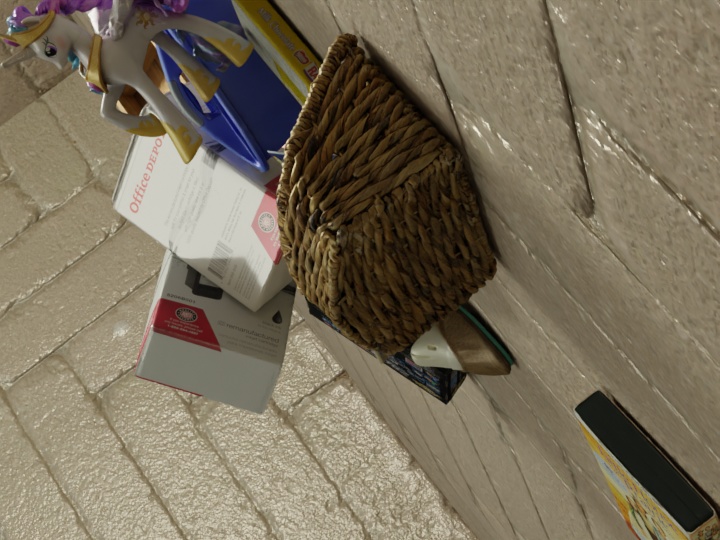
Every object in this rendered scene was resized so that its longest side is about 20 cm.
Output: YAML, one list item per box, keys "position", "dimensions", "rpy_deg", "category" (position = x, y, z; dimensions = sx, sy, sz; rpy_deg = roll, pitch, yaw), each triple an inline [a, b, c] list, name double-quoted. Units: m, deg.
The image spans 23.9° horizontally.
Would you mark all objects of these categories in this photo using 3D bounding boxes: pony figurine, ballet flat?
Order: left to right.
- position: [-0.199, -0.218, 1.492]
  dimensions: [0.199, 0.194, 0.166]
  rpy_deg: [32, 170, -21]
  category: "pony figurine"
- position: [0.063, 0.046, 1.636]
  dimensions: [0.200, 0.072, 0.068]
  rpy_deg: [50, 172, 29]
  category: "ballet flat"

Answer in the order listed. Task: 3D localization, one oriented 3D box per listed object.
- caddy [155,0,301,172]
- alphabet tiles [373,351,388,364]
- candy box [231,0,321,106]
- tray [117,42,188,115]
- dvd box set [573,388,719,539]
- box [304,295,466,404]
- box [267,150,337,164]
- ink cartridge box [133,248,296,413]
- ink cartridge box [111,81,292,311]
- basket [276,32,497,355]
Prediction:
- position: [-0.133, -0.189, 1.647]
  dimensions: [0.201, 0.105, 0.141]
  rpy_deg: [55, 173, -16]
  category: "caddy"
- position: [0.000, 0.000, 1.697]
  dimensions: [0.167, 0.006, 0.200]
  rpy_deg: [63, -160, -7]
  category: "alphabet tiles"
- position: [-0.045, -0.164, 1.491]
  dimensions: [0.200, 0.026, 0.102]
  rpy_deg: [51, 171, 21]
  category: "candy box"
- position: [-0.200, -0.166, 1.904]
  dimensions: [0.037, 0.099, 0.200]
  rpy_deg: [-2, -133, -47]
  category: "tray"
- position: [0.239, 0.194, 1.318]
  dimensions: [0.146, 0.029, 0.200]
  rpy_deg: [49, 173, 40]
  category: "dvd box set"
- position: [0.027, 0.063, 1.883]
  dimensions: [0.199, 0.050, 0.199]
  rpy_deg: [34, 171, 11]
  category: "box"
- position: [0.009, -0.050, 1.493]
  dimensions: [0.200, 0.032, 0.121]
  rpy_deg: [39, 177, -12]
  category: "box"
- position: [-0.148, 0.039, 1.821]
  dimensions: [0.201, 0.144, 0.084]
  rpy_deg: [-83, 12, -48]
  category: "ink cartridge box"
- position: [-0.146, -0.078, 1.769]
  dimensions: [0.199, 0.085, 0.146]
  rpy_deg: [34, 127, 12]
  category: "ink cartridge box"
- position: [-0.003, -0.046, 1.280]
  dimensions: [0.149, 0.142, 0.200]
  rpy_deg: [49, 173, 29]
  category: "basket"
